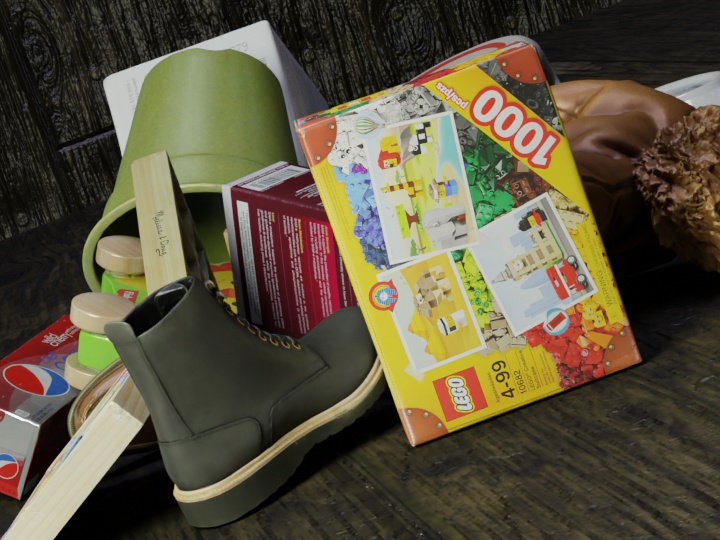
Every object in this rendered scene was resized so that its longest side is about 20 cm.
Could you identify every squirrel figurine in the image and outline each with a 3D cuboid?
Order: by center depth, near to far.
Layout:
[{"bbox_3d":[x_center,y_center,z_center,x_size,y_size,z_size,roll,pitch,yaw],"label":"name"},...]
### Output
[{"bbox_3d":[0.177,-0.055,1.437,0.199,0.142,0.187,-5,6,28],"label":"squirrel figurine"}]

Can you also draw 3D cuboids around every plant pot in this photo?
[{"bbox_3d":[-0.124,-0.077,1.812,0.199,0.200,0.190,-17,50,19],"label":"plant pot"}]

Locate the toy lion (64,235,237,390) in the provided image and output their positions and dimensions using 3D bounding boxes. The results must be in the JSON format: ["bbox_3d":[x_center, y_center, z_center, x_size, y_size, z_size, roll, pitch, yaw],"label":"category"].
[{"bbox_3d":[-0.114,0.037,1.659,0.191,0.069,0.200,8,20,0],"label":"toy lion"}]

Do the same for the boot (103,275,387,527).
[{"bbox_3d":[-0.060,0.041,1.326,0.077,0.139,0.200,-8,26,37],"label":"boot"}]

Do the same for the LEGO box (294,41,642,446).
[{"bbox_3d":[0.063,-0.019,1.315,0.149,0.201,0.077,-20,9,0],"label":"LEGO box"}]

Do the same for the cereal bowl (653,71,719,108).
[{"bbox_3d":[0.258,-0.104,1.758,0.200,0.084,0.200,-21,9,3],"label":"cereal bowl"}]

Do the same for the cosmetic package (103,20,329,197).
[{"bbox_3d":[-0.113,-0.097,2.020,0.165,0.165,0.200,-18,-23,9],"label":"cosmetic package"}]

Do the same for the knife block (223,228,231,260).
[{"bbox_3d":[0.025,-0.030,1.599,0.175,0.064,0.200,-25,14,-41],"label":"knife block"}]

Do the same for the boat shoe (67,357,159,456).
[{"bbox_3d":[-0.106,0.076,1.524,0.200,0.072,0.068,-23,9,-15],"label":"boat shoe"}]

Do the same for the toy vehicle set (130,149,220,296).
[{"bbox_3d":[-0.112,0.025,1.439,0.026,0.125,0.200,-18,35,1],"label":"toy vehicle set"}]

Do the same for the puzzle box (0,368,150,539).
[{"bbox_3d":[-0.171,0.114,1.389,0.133,0.025,0.200,-52,5,10],"label":"puzzle box"}]

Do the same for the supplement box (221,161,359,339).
[{"bbox_3d":[0.000,0.000,1.457,0.061,0.109,0.200,-24,28,-39],"label":"supplement box"}]

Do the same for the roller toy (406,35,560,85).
[{"bbox_3d":[0.103,-0.105,1.911,0.182,0.140,0.200,-33,14,-10],"label":"roller toy"}]

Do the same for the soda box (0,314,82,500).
[{"bbox_3d":[-0.234,0.097,1.624,0.070,0.064,0.200,21,19,10],"label":"soda box"}]
